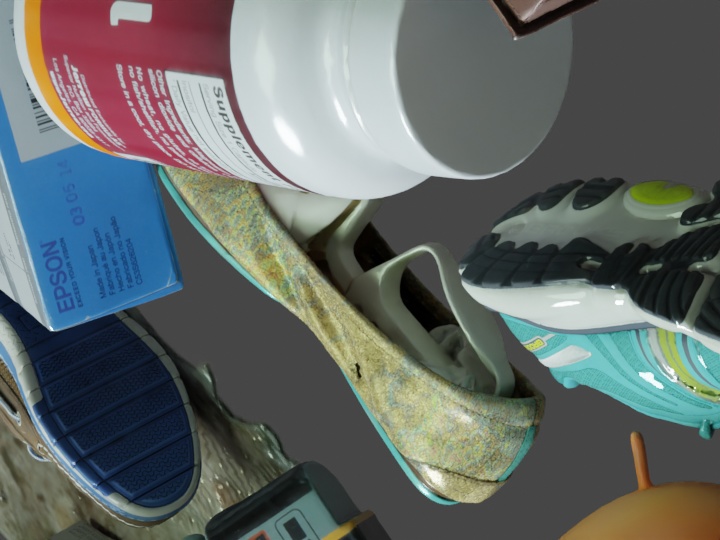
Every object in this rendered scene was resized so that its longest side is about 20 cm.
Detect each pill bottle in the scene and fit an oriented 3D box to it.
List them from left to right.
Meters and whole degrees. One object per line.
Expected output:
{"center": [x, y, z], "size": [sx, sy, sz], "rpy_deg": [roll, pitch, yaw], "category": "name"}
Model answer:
{"center": [-0.025, -0.086, 0.791], "size": [0.200, 0.113, 0.113], "rpy_deg": [12, 122, 46], "category": "pill bottle"}

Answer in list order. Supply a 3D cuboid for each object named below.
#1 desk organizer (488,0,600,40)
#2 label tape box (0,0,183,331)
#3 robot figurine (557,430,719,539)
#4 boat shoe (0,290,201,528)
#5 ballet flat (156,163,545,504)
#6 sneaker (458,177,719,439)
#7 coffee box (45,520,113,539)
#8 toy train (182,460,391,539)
{"center": [0.032, -0.181, 0.691], "size": [0.200, 0.072, 0.077], "rpy_deg": [55, 142, 8], "category": "desk organizer"}
{"center": [-0.153, -0.070, 0.956], "size": [0.200, 0.063, 0.144], "rpy_deg": [28, 135, 62], "category": "label tape box"}
{"center": [0.129, 0.155, 0.762], "size": [0.200, 0.117, 0.144], "rpy_deg": [52, 159, 11], "category": "robot figurine"}
{"center": [-0.141, 0.053, 1.077], "size": [0.200, 0.072, 0.072], "rpy_deg": [53, 150, 29], "category": "boat shoe"}
{"center": [0.000, 0.000, 0.869], "size": [0.200, 0.071, 0.071], "rpy_deg": [50, 143, 17], "category": "ballet flat"}
{"center": [0.120, 0.015, 0.732], "size": [0.200, 0.078, 0.080], "rpy_deg": [9, 140, 54], "category": "sneaker"}
{"center": [-0.147, 0.285, 1.122], "size": [0.200, 0.198, 0.200], "rpy_deg": [27, 132, 39], "category": "coffee box"}
{"center": [-0.058, 0.171, 0.963], "size": [0.114, 0.200, 0.085], "rpy_deg": [57, -172, 7], "category": "toy train"}
